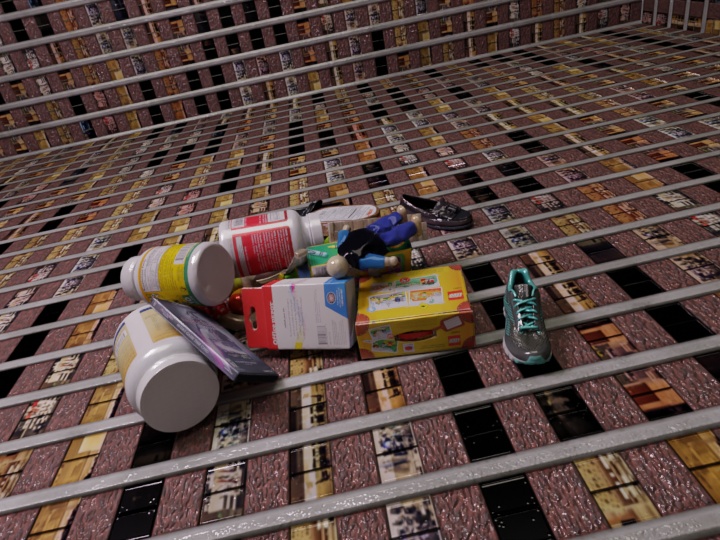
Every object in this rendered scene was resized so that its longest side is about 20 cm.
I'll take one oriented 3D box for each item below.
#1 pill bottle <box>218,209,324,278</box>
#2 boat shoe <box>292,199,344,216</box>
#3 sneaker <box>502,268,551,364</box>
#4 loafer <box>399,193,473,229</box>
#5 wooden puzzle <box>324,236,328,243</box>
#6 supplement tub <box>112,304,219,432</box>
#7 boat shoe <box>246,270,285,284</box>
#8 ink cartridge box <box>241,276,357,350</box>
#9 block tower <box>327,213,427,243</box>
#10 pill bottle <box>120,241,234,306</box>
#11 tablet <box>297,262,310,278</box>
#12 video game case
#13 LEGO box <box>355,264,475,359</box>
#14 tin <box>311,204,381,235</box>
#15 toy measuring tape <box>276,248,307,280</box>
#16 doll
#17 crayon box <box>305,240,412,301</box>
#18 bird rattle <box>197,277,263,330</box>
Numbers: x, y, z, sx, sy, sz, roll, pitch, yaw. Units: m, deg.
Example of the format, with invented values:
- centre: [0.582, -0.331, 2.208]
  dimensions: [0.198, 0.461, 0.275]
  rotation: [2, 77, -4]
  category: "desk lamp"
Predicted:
- centre: [-0.171, -0.056, 1.047]
  dimensions: [0.195, 0.114, 0.113]
  rotation: [-10, 30, -6]
  category: "pill bottle"
- centre: [-0.118, -0.155, 1.411]
  dimensions: [0.196, 0.063, 0.075]
  rotation: [4, 35, 28]
  category: "boat shoe"
- centre: [0.265, 0.069, 0.870]
  dimensions: [0.076, 0.093, 0.201]
  rotation: [-7, 31, 9]
  category: "sneaker"
- centre: [0.177, -0.145, 1.287]
  dimensions: [0.197, 0.064, 0.072]
  rotation: [12, 37, 34]
  category: "loafer"
- centre: [-0.011, -0.073, 1.245]
  dimensions: [0.196, 0.038, 0.185]
  rotation: [4, 30, 21]
  category: "wooden puzzle"
- centre: [-0.321, 0.156, 0.878]
  dimensions: [0.142, 0.147, 0.199]
  rotation: [-25, 33, -22]
  category: "supplement tub"
- centre: [-0.249, -0.012, 1.206]
  dimensions: [0.195, 0.073, 0.073]
  rotation: [-12, 30, -1]
  category: "boat shoe"
- centre: [-0.107, 0.076, 0.952]
  dimensions: [0.195, 0.119, 0.067]
  rotation: [-2, 9, 15]
  category: "ink cartridge box"
- centre: [0.031, -0.078, 1.059]
  dimensions: [0.195, 0.055, 0.058]
  rotation: [-6, 4, -11]
  category: "block tower"
- centre: [-0.340, 0.010, 0.974]
  dimensions: [0.196, 0.115, 0.113]
  rotation: [-3, 30, 25]
  category: "pill bottle"
- centre: [-0.070, 0.021, 1.147]
  dimensions: [0.128, 0.014, 0.199]
  rotation: [-26, 32, -23]
  category: "tablet"
- centre: [-0.237, 0.116, 0.871]
  dimensions: [0.199, 0.143, 0.019]
  rotation: [36, 90, 20]
  category: "video game case"
- centre: [0.094, 0.070, 0.942]
  dimensions: [0.195, 0.079, 0.150]
  rotation: [-7, 31, 7]
  category: "LEGO box"
- centre: [-0.044, -0.123, 1.286]
  dimensions: [0.196, 0.043, 0.112]
  rotation: [-1, 31, 23]
  category: "tin"
- centre: [-0.126, 0.030, 1.026]
  dimensions: [0.073, 0.074, 0.200]
  rotation: [-33, -9, -32]
  category: "toy measuring tape"
- centre: [0.022, -0.046, 0.952]
  dimensions: [0.198, 0.049, 0.136]
  rotation: [-31, 51, -26]
  category: "doll"
- centre: [0.000, 0.000, 1.029]
  dimensions: [0.195, 0.120, 0.059]
  rotation: [-10, 45, -7]
  category: "crayon box"
- centre: [-0.259, 0.061, 1.064]
  dimensions: [0.159, 0.115, 0.201]
  rotation: [13, 32, 0]
  category: "bird rattle"
